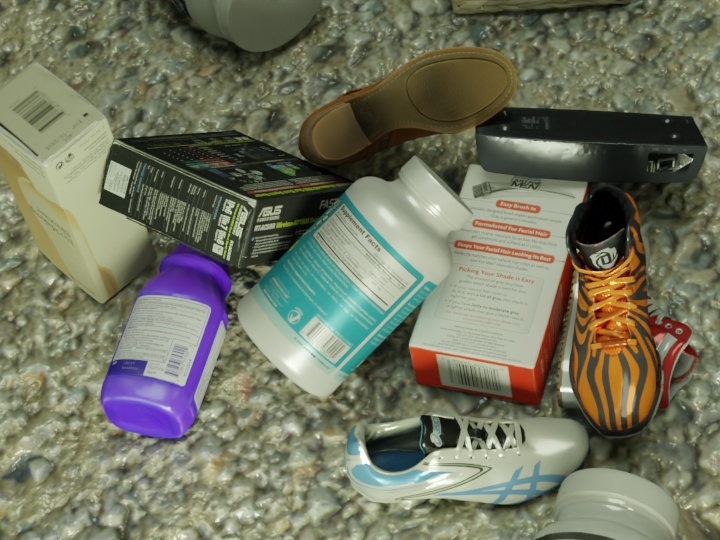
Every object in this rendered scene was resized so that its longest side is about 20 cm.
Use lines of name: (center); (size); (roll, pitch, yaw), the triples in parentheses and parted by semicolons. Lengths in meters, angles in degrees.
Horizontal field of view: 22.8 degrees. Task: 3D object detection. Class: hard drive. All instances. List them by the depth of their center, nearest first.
hard drive: (0.200, -0.112, 1.579); (0.198, 0.043, 0.135); (3, 17, 3)

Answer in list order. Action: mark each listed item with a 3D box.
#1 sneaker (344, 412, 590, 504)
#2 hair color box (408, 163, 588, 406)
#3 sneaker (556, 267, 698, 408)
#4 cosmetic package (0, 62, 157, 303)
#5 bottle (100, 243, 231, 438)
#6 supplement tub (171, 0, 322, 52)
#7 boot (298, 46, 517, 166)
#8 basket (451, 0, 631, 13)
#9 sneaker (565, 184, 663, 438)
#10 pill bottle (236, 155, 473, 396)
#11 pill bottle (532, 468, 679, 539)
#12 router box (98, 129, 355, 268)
sneaker: (0.085, 0.145, 1.427); (0.198, 0.073, 0.072); (-6, 51, 2)
hair color box: (0.122, 0.010, 1.527); (0.110, 0.064, 0.201); (10, 57, 17)
sneaker: (0.232, 0.028, 1.492); (0.112, 0.071, 0.201); (4, 62, 16)
cosmetic package: (-0.254, -0.073, 1.555); (0.071, 0.201, 0.105); (-41, 57, -20)
bottle: (-0.157, 0.046, 1.538); (0.083, 0.065, 0.201); (7, 55, 13)
supplement tub: (-0.139, -0.320, 1.757); (0.145, 0.145, 0.200); (-35, 57, -18)
boot: (0.035, -0.150, 1.609); (0.199, 0.155, 0.074); (-17, 96, -4)
basket: (0.174, -0.336, 1.739); (0.198, 0.124, 0.136); (-3, 53, 6)
sneaker: (0.190, 0.024, 1.399); (0.077, 0.112, 0.201); (-9, 60, 13)
pill bottle: (0.000, 0.000, 1.479); (0.200, 0.111, 0.111); (-45, 56, 6)
pill bottle: (0.168, 0.254, 1.306); (0.116, 0.117, 0.201); (11, 55, 16)
router box: (-0.107, -0.065, 1.545); (0.149, 0.063, 0.200); (23, 16, 24)
